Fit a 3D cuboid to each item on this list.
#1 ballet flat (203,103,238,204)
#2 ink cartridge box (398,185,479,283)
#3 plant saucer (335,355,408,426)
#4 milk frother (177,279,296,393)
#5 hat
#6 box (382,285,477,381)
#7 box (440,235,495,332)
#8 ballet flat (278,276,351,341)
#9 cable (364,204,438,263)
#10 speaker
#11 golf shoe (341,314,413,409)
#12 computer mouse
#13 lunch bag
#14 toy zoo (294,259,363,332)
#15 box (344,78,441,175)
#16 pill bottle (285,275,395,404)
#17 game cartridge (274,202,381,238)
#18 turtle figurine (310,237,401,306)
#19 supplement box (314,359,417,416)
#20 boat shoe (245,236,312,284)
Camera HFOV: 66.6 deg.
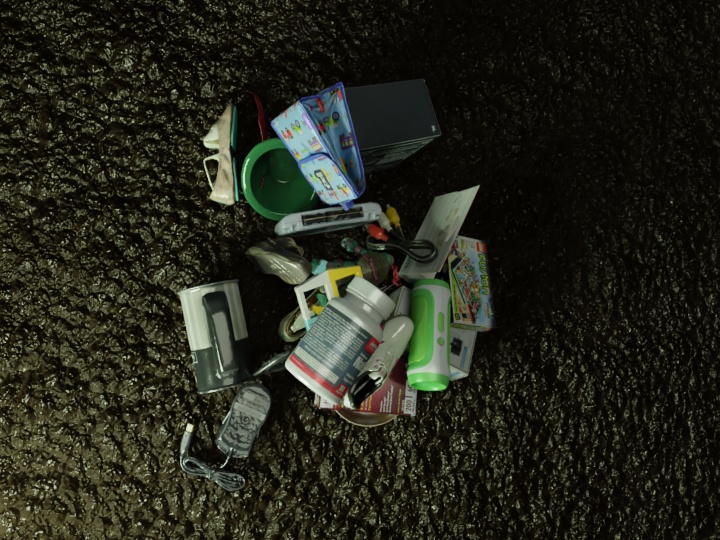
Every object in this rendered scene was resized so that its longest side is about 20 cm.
[{"bbox_3d":[-0.277,-0.233,1.085,0.066,0.068,0.204,-1,83,-8],"label":"ballet flat"},{"bbox_3d":[0.172,-0.071,1.135,0.043,0.173,0.202,31,77,-21],"label":"ink cartridge box"},{"bbox_3d":[0.017,0.216,1.136,0.196,0.032,0.204,2,84,-15],"label":"plant saucer"},{"bbox_3d":[-0.215,0.110,1.022,0.198,0.179,0.192,-11,88,-38],"label":"milk frother"},{"bbox_3d":[-0.160,-0.233,1.140,0.163,0.177,0.203,5,123,-11],"label":"hat"},{"bbox_3d":[0.140,0.133,1.145,0.198,0.060,0.118,30,60,-14],"label":"box"},{"bbox_3d":[0.227,0.025,1.178,0.108,0.035,0.203,9,65,-23],"label":"box"},{"bbox_3d":[-0.081,0.072,1.107,0.068,0.062,0.200,46,74,-6],"label":"ballet flat"},{"bbox_3d":[0.072,-0.064,1.119,0.097,0.200,0.051,-40,130,-5],"label":"cable"},{"bbox_3d":[0.134,0.123,1.058,0.087,0.089,0.203,11,66,-14],"label":"speaker"},{"bbox_3d":[0.037,0.171,1.006,0.073,0.092,0.201,44,83,-26],"label":"golf shoe"},{"bbox_3d":[-0.258,0.301,1.045,0.138,0.046,0.203,20,84,-8],"label":"computer mouse"},{"bbox_3d":[-0.058,-0.205,0.980,0.093,0.150,0.202,-31,103,-24],"label":"lunch bag"},{"bbox_3d":[-0.043,0.077,1.023,0.129,0.020,0.203,-18,102,-19],"label":"toy zoo"},{"bbox_3d":[0.017,-0.273,1.087,0.197,0.198,0.125,-17,89,-28],"label":"box"},{"bbox_3d":[-0.029,0.117,0.957,0.119,0.119,0.201,37,82,-9],"label":"pill bottle"},{"bbox_3d":[-0.069,-0.098,1.092,0.197,0.133,0.042,-10,86,-17],"label":"game cartridge"},{"bbox_3d":[0.000,0.000,1.097,0.198,0.100,0.152,-19,85,-36],"label":"turtle figurine"},{"bbox_3d":[0.013,0.224,1.087,0.196,0.061,0.111,7,82,-14],"label":"supplement box"},{"bbox_3d":[-0.148,-0.032,1.034,0.074,0.199,0.075,-49,126,-19],"label":"boat shoe"}]
